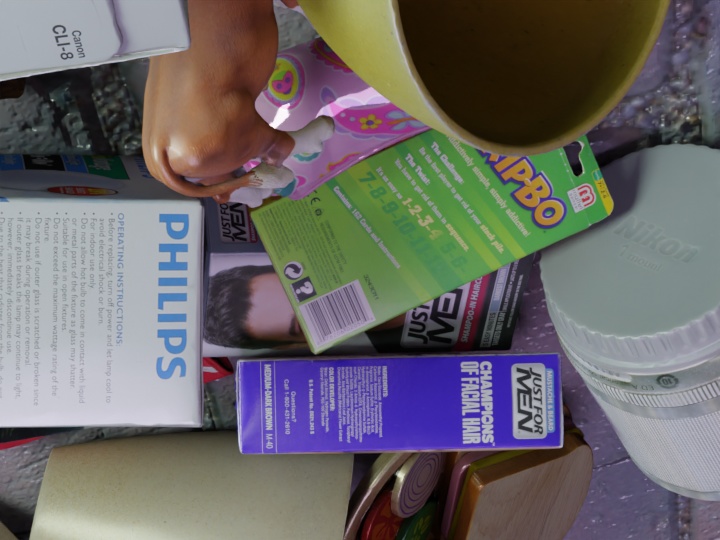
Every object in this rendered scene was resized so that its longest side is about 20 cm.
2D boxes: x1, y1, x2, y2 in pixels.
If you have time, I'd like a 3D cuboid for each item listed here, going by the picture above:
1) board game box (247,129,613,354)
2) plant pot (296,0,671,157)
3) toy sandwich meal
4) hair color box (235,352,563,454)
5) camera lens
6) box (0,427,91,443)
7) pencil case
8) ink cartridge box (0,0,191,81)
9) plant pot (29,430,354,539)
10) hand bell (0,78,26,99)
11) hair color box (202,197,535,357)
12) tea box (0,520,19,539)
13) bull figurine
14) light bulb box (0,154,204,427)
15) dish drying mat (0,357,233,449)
[{"bbox_3d":[0.043,-0.036,1.231,0.200,0.030,0.096,-24,105,-1],"label":"board game box"},{"bbox_3d":[0.040,-0.165,1.035,0.142,0.200,0.200,16,162,46],"label":"plant pot"},{"bbox_3d":[0.071,0.170,1.445,0.205,0.070,0.205,-31,143,-27],"label":"toy sandwich meal"},{"bbox_3d":[0.024,0.084,1.321,0.200,0.065,0.109,-3,177,0],"label":"hair color box"},{"bbox_3d":[0.213,0.037,1.305,0.160,0.160,0.200,-22,137,14],"label":"camera lens"},{"bbox_3d":[-0.245,0.072,1.227,0.200,0.144,0.036,-8,104,-47],"label":"box"},{"bbox_3d":[0.023,-0.108,1.163,0.200,0.088,0.087,-21,137,14],"label":"pencil case"},{"bbox_3d":[-0.161,-0.203,0.935,0.144,0.200,0.145,-10,138,0],"label":"ink cartridge box"},{"bbox_3d":[-0.120,0.183,1.416,0.200,0.187,0.187,12,136,-3],"label":"plant pot"},{"bbox_3d":[-0.270,-0.116,1.116,0.200,0.104,0.104,9,137,-36],"label":"hand bell"},{"bbox_3d":[0.000,0.000,1.299,0.200,0.061,0.099,-1,138,-9],"label":"hair color box"},{"bbox_3d":[-0.322,0.292,1.443,0.200,0.134,0.197,-33,158,-44],"label":"tea box"},{"bbox_3d":[-0.065,-0.129,1.079,0.065,0.200,0.121,0,166,40],"label":"bull figurine"},{"bbox_3d":[-0.194,0.007,1.146,0.200,0.198,0.125,0,100,-11],"label":"light bulb box"},{"bbox_3d":[-0.185,0.075,1.360,0.200,0.018,0.077,-20,139,23],"label":"dish drying mat"}]
